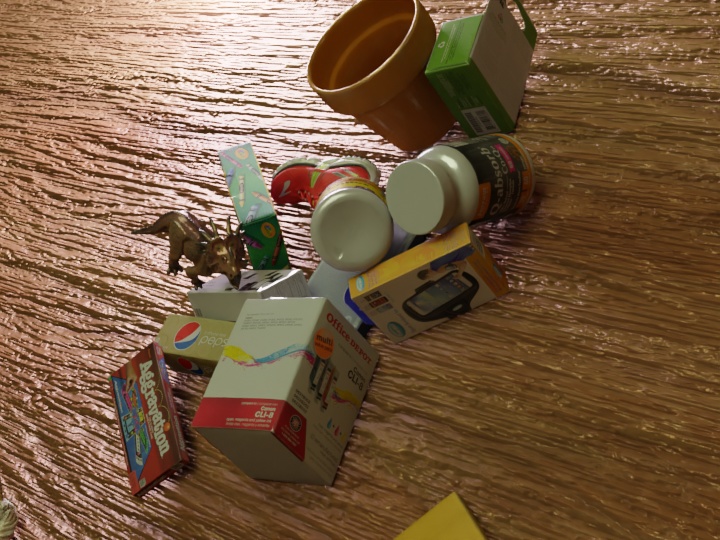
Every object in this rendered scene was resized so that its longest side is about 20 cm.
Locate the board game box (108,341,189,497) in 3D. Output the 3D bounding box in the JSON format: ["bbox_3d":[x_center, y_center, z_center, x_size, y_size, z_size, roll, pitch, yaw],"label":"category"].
[{"bbox_3d":[-0.305,0.211,1.819,0.103,0.019,0.201,-37,53,22],"label":"board game box"}]

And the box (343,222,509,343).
[{"bbox_3d":[0.079,0.024,1.649,0.199,0.119,0.042,-27,45,17],"label":"box"}]

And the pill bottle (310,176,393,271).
[{"bbox_3d":[-0.010,-0.067,1.710,0.109,0.110,0.200,-36,8,6],"label":"pill bottle"}]

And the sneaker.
[{"bbox_3d":[-0.064,-0.122,1.927,0.199,0.077,0.085,-6,51,35],"label":"sneaker"}]

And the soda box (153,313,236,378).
[{"bbox_3d":[-0.210,0.115,1.844,0.199,0.064,0.068,5,58,42],"label":"soda box"}]

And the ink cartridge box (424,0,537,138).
[{"bbox_3d":[0.181,-0.317,1.850,0.075,0.148,0.201,-7,50,34],"label":"ink cartridge box"}]

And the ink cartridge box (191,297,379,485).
[{"bbox_3d":[-0.094,0.153,1.651,0.144,0.145,0.201,-3,53,37],"label":"ink cartridge box"}]

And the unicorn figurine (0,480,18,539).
[{"bbox_3d":[-0.565,0.418,1.862,0.136,0.074,0.201,-18,59,12],"label":"unicorn figurine"}]

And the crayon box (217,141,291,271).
[{"bbox_3d":[-0.161,-0.090,1.936,0.058,0.119,0.201,-17,41,-5],"label":"crayon box"}]

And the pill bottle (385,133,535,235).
[{"bbox_3d":[0.130,-0.110,1.657,0.116,0.117,0.199,3,14,40],"label":"pill bottle"}]

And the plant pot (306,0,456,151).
[{"bbox_3d":[0.052,-0.281,1.887,0.199,0.183,0.201,-26,40,24],"label":"plant pot"}]

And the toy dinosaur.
[{"bbox_3d":[-0.231,-0.043,1.811,0.199,0.136,0.086,31,64,11],"label":"toy dinosaur"}]

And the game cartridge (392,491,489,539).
[{"bbox_3d":[0.085,0.369,1.409,0.176,0.032,0.200,-39,42,4],"label":"game cartridge"}]

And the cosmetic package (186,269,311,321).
[{"bbox_3d":[-0.163,0.035,1.834,0.082,0.051,0.199,-27,15,-35],"label":"cosmetic package"}]

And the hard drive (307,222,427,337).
[{"bbox_3d":[0.000,0.000,1.802,0.139,0.033,0.201,13,64,44],"label":"hard drive"}]
